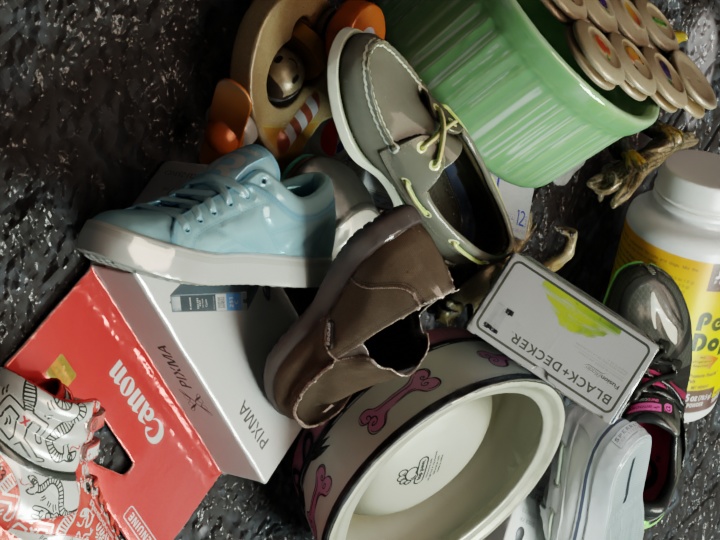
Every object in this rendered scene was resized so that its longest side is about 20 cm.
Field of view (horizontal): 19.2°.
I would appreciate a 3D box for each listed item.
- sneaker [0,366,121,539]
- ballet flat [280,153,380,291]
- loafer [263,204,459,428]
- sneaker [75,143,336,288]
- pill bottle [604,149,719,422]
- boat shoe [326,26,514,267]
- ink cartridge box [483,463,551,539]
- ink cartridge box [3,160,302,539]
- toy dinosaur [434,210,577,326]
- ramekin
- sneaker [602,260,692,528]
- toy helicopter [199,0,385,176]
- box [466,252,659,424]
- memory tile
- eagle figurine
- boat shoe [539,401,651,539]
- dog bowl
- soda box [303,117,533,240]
[{"bbox_3d":[-0.168,0.134,1.245,0.201,0.067,0.108,42,72,-44],"label":"sneaker"},{"bbox_3d":[0.000,0.000,1.383,0.068,0.068,0.201,-43,148,-16],"label":"ballet flat"},{"bbox_3d":[-0.001,0.045,1.298,0.073,0.071,0.200,-29,160,-34],"label":"loafer"},{"bbox_3d":[-0.087,-0.036,1.239,0.199,0.073,0.083,2,98,-55],"label":"sneaker"},{"bbox_3d":[0.251,0.011,1.676,0.109,0.109,0.201,-20,129,-47],"label":"pill bottle"},{"bbox_3d":[0.040,-0.076,1.339,0.072,0.060,0.202,-62,140,-29],"label":"boat shoe"},{"bbox_3d":[0.103,0.239,1.597,0.144,0.083,0.202,31,73,-50],"label":"ink cartridge box"},{"bbox_3d":[-0.112,0.064,1.323,0.177,0.044,0.201,-55,135,-30],"label":"ink cartridge box"},{"bbox_3d":[0.122,0.008,1.608,0.199,0.058,0.102,6,108,-44],"label":"toy dinosaur"},{"bbox_3d":[0.102,-0.153,1.429,0.200,0.097,0.201,41,27,-26],"label":"ramekin"},{"bbox_3d":[0.219,0.093,1.588,0.084,0.076,0.202,152,-63,-83],"label":"sneaker"},{"bbox_3d":[-0.056,-0.080,1.340,0.132,0.078,0.202,-32,134,-50],"label":"toy helicopter"},{"bbox_3d":[0.139,0.043,1.447,0.060,0.116,0.200,-57,174,4],"label":"box"},{"bbox_3d":[0.168,-0.176,1.435,0.199,0.017,0.154,7,51,-58],"label":"memory tile"},{"bbox_3d":[0.176,-0.162,1.592,0.201,0.150,0.152,58,4,-4],"label":"eagle figurine"},{"bbox_3d":[0.165,0.173,1.539,0.073,0.067,0.201,-31,142,-39],"label":"boat shoe"},{"bbox_3d":[0.040,0.123,1.443,0.199,0.074,0.201,-27,146,-20],"label":"dog bowl"},{"bbox_3d":[0.043,-0.073,1.468,0.199,0.063,0.069,14,85,-51],"label":"soda box"}]
